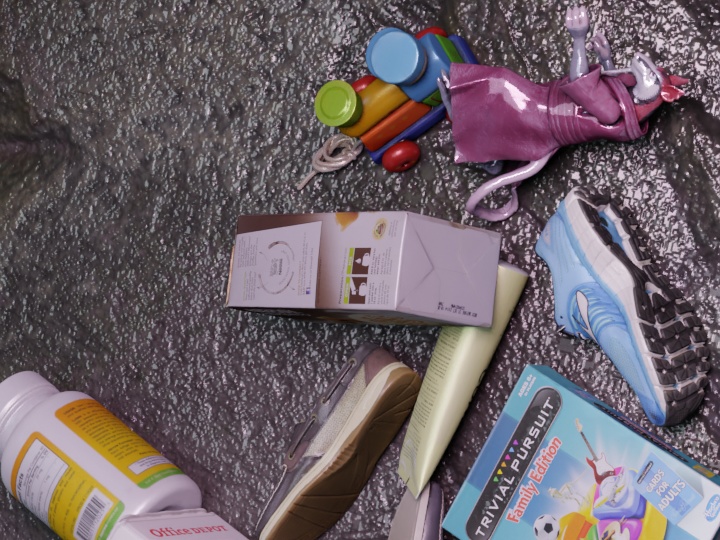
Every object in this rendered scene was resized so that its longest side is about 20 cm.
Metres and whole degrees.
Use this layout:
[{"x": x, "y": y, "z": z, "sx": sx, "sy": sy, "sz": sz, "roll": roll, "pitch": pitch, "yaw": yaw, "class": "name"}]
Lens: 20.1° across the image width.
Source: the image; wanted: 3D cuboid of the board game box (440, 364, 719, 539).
[{"x": 0.181, "y": 0.189, "z": 1.591, "sx": 0.200, "sy": 0.047, "sz": 0.152, "roll": 32, "pitch": 100, "yaw": 27, "class": "board game box"}]

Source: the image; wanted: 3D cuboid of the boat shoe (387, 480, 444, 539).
[{"x": 0.054, "y": 0.270, "z": 1.659, "sx": 0.062, "sy": 0.073, "sz": 0.201, "roll": 9, "pitch": 82, "yaw": -14, "class": "boat shoe"}]

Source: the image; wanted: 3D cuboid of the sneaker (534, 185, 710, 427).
[{"x": 0.201, "y": 0.036, "z": 1.594, "sx": 0.090, "sy": 0.078, "sz": 0.201, "roll": -42, "pitch": 63, "yaw": 39, "class": "sneaker"}]

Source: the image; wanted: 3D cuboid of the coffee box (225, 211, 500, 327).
[{"x": 0.000, "y": 0.000, "z": 1.637, "sx": 0.199, "sy": 0.114, "sz": 0.080, "roll": 0, "pitch": 81, "yaw": 45, "class": "coffee box"}]

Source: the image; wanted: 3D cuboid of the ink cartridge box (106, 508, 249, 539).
[{"x": -0.110, "y": 0.287, "z": 1.684, "sx": 0.200, "sy": 0.145, "sz": 0.085, "roll": 36, "pitch": 103, "yaw": 26, "class": "ink cartridge box"}]

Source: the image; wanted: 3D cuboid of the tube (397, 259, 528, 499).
[{"x": 0.076, "y": 0.085, "z": 1.655, "sx": 0.052, "sy": 0.058, "sz": 0.201, "roll": 26, "pitch": 95, "yaw": 27, "class": "tube"}]

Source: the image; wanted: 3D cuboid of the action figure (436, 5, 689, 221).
[{"x": 0.159, "y": -0.121, "z": 1.584, "sx": 0.199, "sy": 0.134, "sz": 0.150, "roll": -2, "pitch": 85, "yaw": 31, "class": "action figure"}]

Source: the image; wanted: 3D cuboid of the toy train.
[{"x": -0.002, "y": -0.126, "z": 1.680, "sx": 0.200, "sy": 0.116, "sz": 0.085, "roll": -35, "pitch": 70, "yaw": 21, "class": "toy train"}]

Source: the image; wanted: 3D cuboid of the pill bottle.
[{"x": -0.244, "y": 0.176, "z": 1.786, "sx": 0.200, "sy": 0.111, "sz": 0.111, "roll": 36, "pitch": 102, "yaw": 26, "class": "pill bottle"}]

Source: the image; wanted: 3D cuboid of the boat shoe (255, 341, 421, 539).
[{"x": -0.026, "y": 0.148, "z": 1.700, "sx": 0.200, "sy": 0.073, "sz": 0.065, "roll": -52, "pitch": 54, "yaw": 11, "class": "boat shoe"}]
